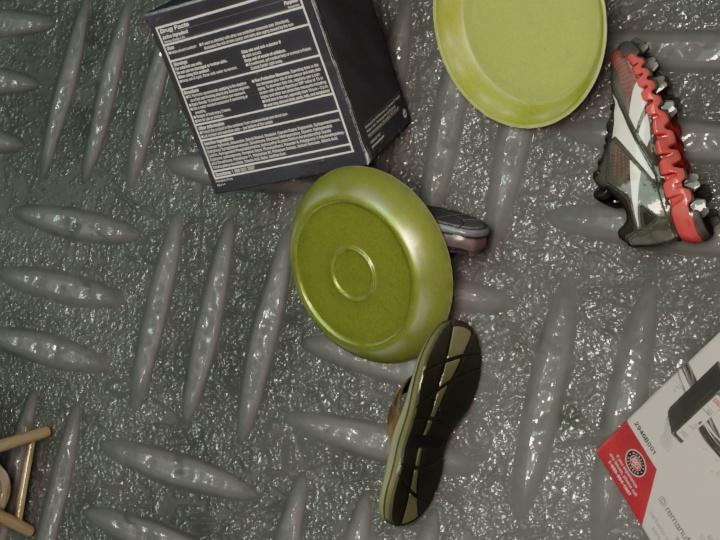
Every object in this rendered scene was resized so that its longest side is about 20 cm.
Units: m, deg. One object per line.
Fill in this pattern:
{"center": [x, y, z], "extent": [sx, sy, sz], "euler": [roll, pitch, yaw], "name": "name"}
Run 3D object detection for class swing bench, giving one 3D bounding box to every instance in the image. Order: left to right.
{"center": [-0.508, 0.229, 1.396], "extent": [0.197, 0.199, 0.131], "euler": [2, 80, 33], "name": "swing bench"}

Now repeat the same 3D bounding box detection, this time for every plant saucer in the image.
{"center": [0.000, 0.000, 1.170], "extent": [0.198, 0.031, 0.202], "euler": [15, 115, 34], "name": "plant saucer"}
{"center": [0.154, -0.237, 1.127], "extent": [0.199, 0.031, 0.202], "euler": [22, 122, 39], "name": "plant saucer"}

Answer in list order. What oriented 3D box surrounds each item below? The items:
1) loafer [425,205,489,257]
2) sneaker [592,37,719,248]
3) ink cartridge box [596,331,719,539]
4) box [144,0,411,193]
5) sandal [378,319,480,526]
{"center": [0.044, -0.035, 1.191], "extent": [0.199, 0.071, 0.064], "euler": [17, 107, 40], "name": "loafer"}
{"center": [0.245, -0.109, 1.067], "extent": [0.097, 0.071, 0.203], "euler": [-21, 69, 25], "name": "sneaker"}
{"center": [0.300, 0.138, 0.925], "extent": [0.201, 0.083, 0.145], "euler": [-54, 54, 37], "name": "ink cartridge box"}
{"center": [-0.080, -0.205, 1.218], "extent": [0.198, 0.123, 0.200], "euler": [-7, 115, 30], "name": "box"}
{"center": [0.052, 0.140, 1.133], "extent": [0.057, 0.079, 0.203], "euler": [22, 91, 48], "name": "sandal"}
